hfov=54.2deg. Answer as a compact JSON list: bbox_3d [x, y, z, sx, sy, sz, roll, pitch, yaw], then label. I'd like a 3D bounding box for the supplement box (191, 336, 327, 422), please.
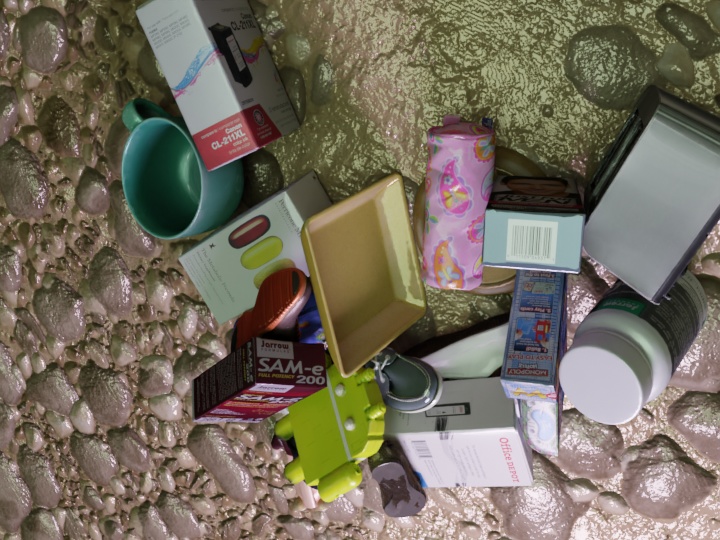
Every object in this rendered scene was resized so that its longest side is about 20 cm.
[{"bbox_3d":[-0.139,0.150,0.933,0.199,0.106,0.063,-35,55,47],"label":"supplement box"}]

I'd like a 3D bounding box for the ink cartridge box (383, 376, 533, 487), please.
[{"bbox_3d":[0.131,0.227,0.971,0.194,0.086,0.148,-7,134,19],"label":"ink cartridge box"}]

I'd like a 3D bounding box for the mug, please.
[{"bbox_3d":[-0.233,-0.144,0.951,0.148,0.114,0.191,-2,98,31],"label":"mug"}]

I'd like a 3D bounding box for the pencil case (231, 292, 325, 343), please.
[{"bbox_3d":[-0.100,0.081,1.017,0.196,0.086,0.080,-20,79,23],"label":"pencil case"}]

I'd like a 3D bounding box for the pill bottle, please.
[{"bbox_3d":[0.311,0.078,0.801,0.111,0.199,0.116,23,130,32],"label":"pill bottle"}]

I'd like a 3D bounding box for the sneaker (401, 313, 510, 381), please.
[{"bbox_3d":[0.134,0.132,0.964,0.196,0.073,0.087,-21,101,23],"label":"sneaker"}]

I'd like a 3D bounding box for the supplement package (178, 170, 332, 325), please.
[{"bbox_3d":[-0.130,-0.032,0.968,0.197,0.110,0.115,-28,101,25],"label":"supplement package"}]

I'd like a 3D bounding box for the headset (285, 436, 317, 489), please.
[{"bbox_3d":[-0.069,0.224,1.052,0.092,0.122,0.206,-9,96,39],"label":"headset"}]

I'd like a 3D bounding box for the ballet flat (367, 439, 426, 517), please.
[{"bbox_3d":[0.048,0.288,0.968,0.066,0.047,0.202,-19,138,3],"label":"ballet flat"}]

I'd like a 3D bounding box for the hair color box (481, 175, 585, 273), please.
[{"bbox_3d":[0.189,-0.057,0.771,0.096,0.200,0.063,5,107,13],"label":"hair color box"}]

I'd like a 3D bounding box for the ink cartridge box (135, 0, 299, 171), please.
[{"bbox_3d":[-0.172,-0.248,0.878,0.081,0.146,0.205,-17,105,24],"label":"ink cartridge box"}]

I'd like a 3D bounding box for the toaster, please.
[{"bbox_3d":[0.324,-0.093,0.754,0.117,0.181,0.203,29,117,6],"label":"toaster"}]

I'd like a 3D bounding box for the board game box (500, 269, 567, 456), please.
[{"bbox_3d":[0.211,0.109,0.842,0.060,0.201,0.205,2,122,20],"label":"board game box"}]

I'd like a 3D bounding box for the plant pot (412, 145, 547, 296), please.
[{"bbox_3d":[0.159,-0.058,0.909,0.194,0.028,0.206,7,113,16],"label":"plant pot"}]

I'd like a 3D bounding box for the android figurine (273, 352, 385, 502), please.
[{"bbox_3d":[-0.040,0.200,0.927,0.199,0.040,0.186,-37,58,34],"label":"android figurine"}]

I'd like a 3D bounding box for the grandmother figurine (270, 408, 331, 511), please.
[{"bbox_3d":[-0.094,0.283,1.110,0.118,0.061,0.205,-11,109,14],"label":"grandmother figurine"}]

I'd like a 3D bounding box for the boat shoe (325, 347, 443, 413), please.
[{"bbox_3d":[0.024,0.137,0.942,0.197,0.061,0.075,13,79,49],"label":"boat shoe"}]

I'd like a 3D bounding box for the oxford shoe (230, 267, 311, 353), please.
[{"bbox_3d":[-0.103,0.061,0.916,0.071,0.073,0.200,14,145,-27],"label":"oxford shoe"}]

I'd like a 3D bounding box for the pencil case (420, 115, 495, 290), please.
[{"bbox_3d":[0.117,-0.080,0.856,0.085,0.088,0.206,6,112,16],"label":"pencil case"}]

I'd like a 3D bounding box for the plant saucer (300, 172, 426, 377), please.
[{"bbox_3d":[0.000,0.000,0.903,0.047,0.198,0.206,1,112,40],"label":"plant saucer"}]
